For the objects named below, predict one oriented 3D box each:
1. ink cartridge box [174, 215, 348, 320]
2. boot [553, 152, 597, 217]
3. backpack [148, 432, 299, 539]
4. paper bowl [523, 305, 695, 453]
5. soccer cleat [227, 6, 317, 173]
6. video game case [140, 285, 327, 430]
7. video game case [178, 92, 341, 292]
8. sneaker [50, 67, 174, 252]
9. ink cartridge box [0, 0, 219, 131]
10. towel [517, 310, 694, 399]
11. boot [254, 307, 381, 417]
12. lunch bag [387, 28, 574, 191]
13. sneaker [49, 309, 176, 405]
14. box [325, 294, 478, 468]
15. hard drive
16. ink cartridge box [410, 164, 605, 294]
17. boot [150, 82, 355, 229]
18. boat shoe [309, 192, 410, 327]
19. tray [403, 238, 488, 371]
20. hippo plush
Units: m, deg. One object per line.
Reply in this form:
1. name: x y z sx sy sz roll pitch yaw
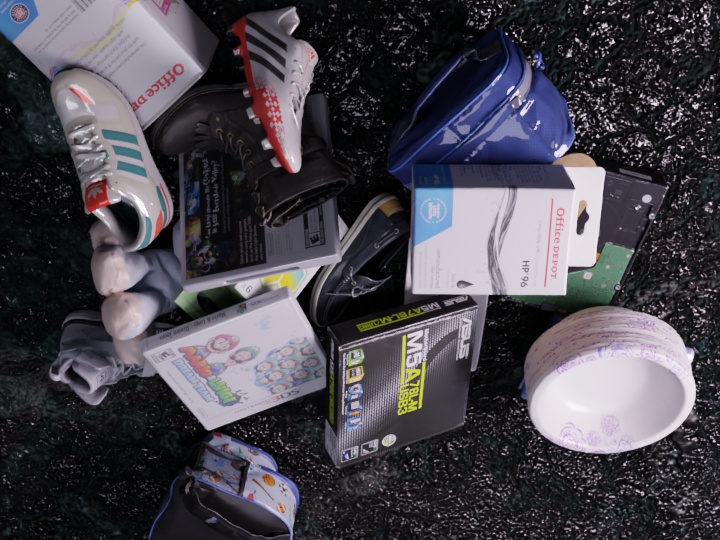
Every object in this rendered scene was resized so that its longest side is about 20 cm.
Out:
1. ink cartridge box: -0.109 -0.007 1.135 0.201 0.059 0.104 -51 146 -9
2. boot: 0.174 -0.055 1.117 0.071 0.144 0.201 43 96 -5
3. backpack: -0.184 0.340 1.404 0.188 0.155 0.201 28 128 -4
4. paper bowl: 0.299 0.124 1.210 0.196 0.105 0.203 1 133 1
5. soccer cleat: -0.079 -0.192 1.022 0.084 0.203 0.069 -19 150 2
6. video game case: -0.136 0.109 1.169 0.179 0.024 0.201 -20 142 3
7. video game case: -0.115 -0.087 1.096 0.178 0.204 0.023 -11 157 12
8. sneaker: -0.265 -0.111 1.033 0.069 0.094 0.202 -17 115 17
9. ink cartridge box: -0.269 -0.256 1.049 0.144 0.085 0.200 -33 114 25
10. towel: 0.321 0.136 1.302 0.196 0.024 0.149 16 123 -6
11. boot: -0.062 0.124 1.291 0.165 0.077 0.202 8 130 -5
12. lunch bag: 0.124 -0.156 1.053 0.132 0.137 0.200 37 116 -21
13. sneaker: -0.302 0.122 1.287 0.196 0.116 0.076 13 125 -5
14. box: 0.049 0.135 1.233 0.190 0.048 0.203 -13 127 -21
15. hard drive: 0.261 -0.039 1.180 0.137 0.038 0.203 13 123 -4
16. ink cartridge box: 0.149 -0.041 0.998 0.196 0.068 0.118 0 116 1
17. boot: -0.119 -0.120 1.059 0.197 0.176 0.069 -23 154 4
18. boat shoe: 0.000 0.000 1.201 0.062 0.074 0.201 44 120 19
19. tray: 0.106 0.040 1.256 0.105 0.022 0.203 4 124 1
20. hippo plush: -0.216 0.020 1.168 0.158 0.162 0.201 -13 149 -4
